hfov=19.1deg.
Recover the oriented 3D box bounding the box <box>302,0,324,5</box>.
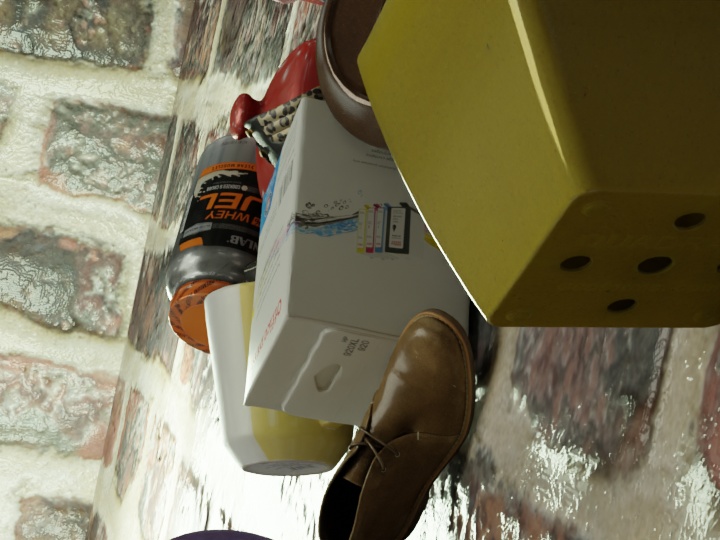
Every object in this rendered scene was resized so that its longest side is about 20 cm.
[{"bbox_3d":[-0.002,-0.275,1.774,0.103,0.199,0.095,142,139,-70],"label":"box"}]

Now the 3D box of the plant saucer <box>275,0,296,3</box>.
[{"bbox_3d":[-0.029,-0.335,1.947,0.201,0.051,0.201,-60,-16,-28],"label":"plant saucer"}]

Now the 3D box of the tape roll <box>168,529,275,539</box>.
[{"bbox_3d":[-0.102,0.308,1.704,0.201,0.199,0.085,-93,20,-50],"label":"tape roll"}]

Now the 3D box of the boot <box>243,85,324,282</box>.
[{"bbox_3d":[-0.055,-0.068,1.871,0.200,0.073,0.151,-22,94,51],"label":"boot"}]

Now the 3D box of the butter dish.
[{"bbox_3d":[-0.049,-0.130,1.983,0.200,0.147,0.201,130,150,-66],"label":"butter dish"}]

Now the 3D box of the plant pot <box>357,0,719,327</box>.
[{"bbox_3d":[0.129,-0.078,1.065,0.200,0.199,0.177,121,145,-57],"label":"plant pot"}]

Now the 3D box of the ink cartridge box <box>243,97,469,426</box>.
[{"bbox_3d":[0.000,0.000,1.645,0.147,0.144,0.201,117,160,-56],"label":"ink cartridge box"}]

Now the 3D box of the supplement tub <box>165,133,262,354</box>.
[{"bbox_3d":[-0.118,-0.024,2.064,0.123,0.122,0.201,117,168,-51],"label":"supplement tub"}]

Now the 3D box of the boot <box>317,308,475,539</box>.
[{"bbox_3d":[0.024,0.122,1.526,0.075,0.073,0.201,-18,-48,-52],"label":"boot"}]

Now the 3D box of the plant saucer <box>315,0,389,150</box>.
[{"bbox_3d":[0.044,-0.187,1.586,0.199,0.032,0.202,-12,67,30],"label":"plant saucer"}]

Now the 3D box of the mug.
[{"bbox_3d":[-0.062,0.095,1.868,0.187,0.148,0.154,121,150,-74],"label":"mug"}]
